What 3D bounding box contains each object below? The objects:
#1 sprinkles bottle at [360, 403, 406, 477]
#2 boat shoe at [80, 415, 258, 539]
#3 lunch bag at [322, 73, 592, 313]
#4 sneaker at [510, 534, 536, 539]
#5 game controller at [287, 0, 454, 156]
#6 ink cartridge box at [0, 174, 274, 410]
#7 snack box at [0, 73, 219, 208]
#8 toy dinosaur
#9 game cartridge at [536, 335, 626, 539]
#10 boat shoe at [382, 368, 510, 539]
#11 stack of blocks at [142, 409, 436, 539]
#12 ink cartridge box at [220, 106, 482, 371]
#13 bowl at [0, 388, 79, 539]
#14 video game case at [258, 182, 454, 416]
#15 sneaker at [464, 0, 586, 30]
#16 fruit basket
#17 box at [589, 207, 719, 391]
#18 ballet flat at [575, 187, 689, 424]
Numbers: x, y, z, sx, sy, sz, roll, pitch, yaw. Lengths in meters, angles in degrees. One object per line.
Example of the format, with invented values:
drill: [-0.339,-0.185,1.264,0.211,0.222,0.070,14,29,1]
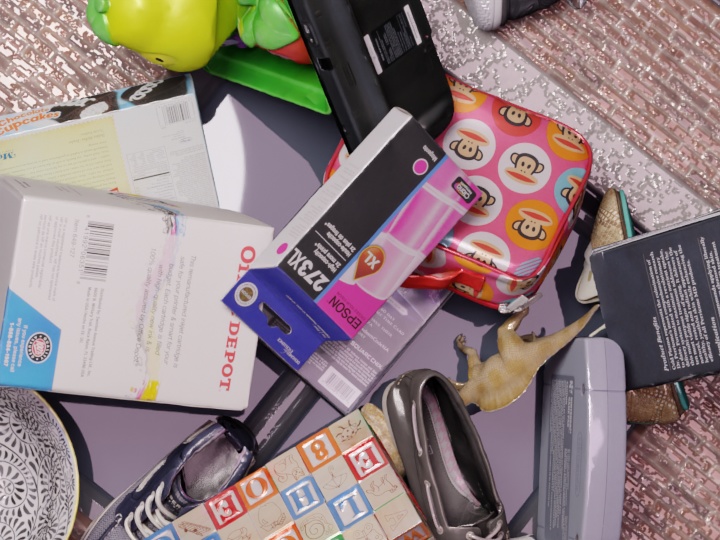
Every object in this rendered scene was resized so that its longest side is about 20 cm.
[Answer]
sprinkles bottle: [-0.043,0.196,1.719,0.200,0.068,0.068,-42,89,-7]
boat shoe: [-0.162,0.195,1.699,0.075,0.093,0.200,40,84,1]
lunch bag: [0.072,-0.059,1.705,0.200,0.082,0.176,25,65,7]
sneaker: [0.053,0.229,1.717,0.200,0.073,0.071,13,69,-23]
game controller: [0.010,-0.170,1.619,0.104,0.042,0.200,-44,127,-32]
ink cartridge box: [-0.187,0.016,1.654,0.200,0.145,0.148,8,96,-19]
snack box: [-0.222,-0.081,1.717,0.200,0.037,0.116,-13,126,-5]
toy dinosaur: [0.126,0.072,1.718,0.200,0.101,0.058,-34,117,23]
game cartridge: [0.176,0.152,1.698,0.040,0.133,0.200,3,89,-8]
boat shoe: [0.075,0.172,1.667,0.067,0.057,0.200,-21,87,-29]
stack of blocks: [-0.054,0.212,1.638,0.200,0.059,0.115,-31,56,1]
ink cartridge box: [-0.006,-0.020,1.616,0.200,0.037,0.095,-47,121,-3]
bowl: [-0.320,0.172,1.690,0.200,0.094,0.201,0,85,-3]
video game case: [0.000,0.000,1.764,0.143,0.019,0.200,41,82,0]
sneaker: [0.133,-0.305,1.774,0.114,0.075,0.200,-8,91,-5]
fruit basket: [-0.110,-0.198,1.665,0.215,0.216,0.156,-25,121,-5]
box: [0.323,0.008,1.663,0.200,0.197,0.124,-10,87,-31]
ballet flat: [0.213,0.033,1.754,0.065,0.071,0.200,-17,82,11]
